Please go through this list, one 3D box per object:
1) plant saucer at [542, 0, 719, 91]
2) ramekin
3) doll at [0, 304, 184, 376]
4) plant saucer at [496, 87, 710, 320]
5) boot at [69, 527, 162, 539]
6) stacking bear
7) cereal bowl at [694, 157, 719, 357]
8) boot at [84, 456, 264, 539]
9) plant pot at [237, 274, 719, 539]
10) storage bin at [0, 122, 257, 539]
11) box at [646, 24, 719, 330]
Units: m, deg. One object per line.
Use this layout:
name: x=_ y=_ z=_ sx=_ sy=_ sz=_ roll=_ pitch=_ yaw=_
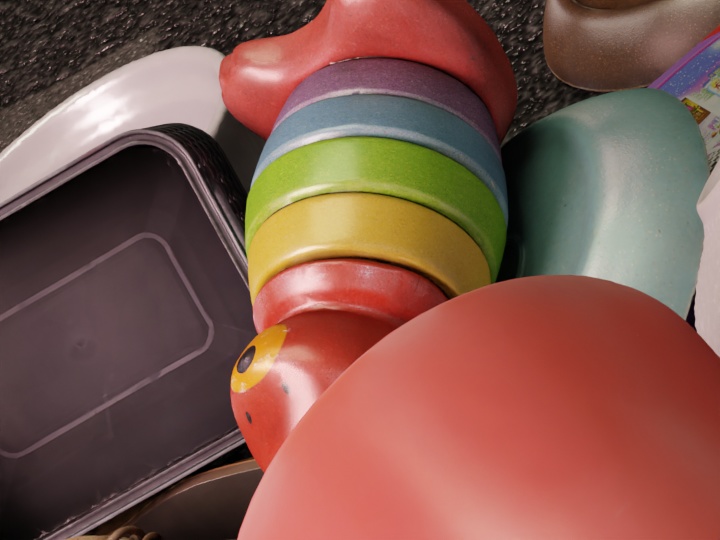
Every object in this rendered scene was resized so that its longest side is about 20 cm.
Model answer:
plant saucer: x=0.172 y=-0.169 z=1.253 sx=0.199 sy=0.032 sz=0.201 roll=-29 pitch=27 yaw=17
ramekin: x=-0.123 y=-0.016 z=1.298 sx=0.199 sy=0.098 sz=0.201 roll=-28 pitch=29 yaw=17
doll: x=-0.138 y=0.070 z=1.166 sx=0.200 sy=0.136 sz=0.049 roll=-44 pitch=50 yaw=23
plant saucer: x=0.067 y=0.011 z=1.007 sx=0.200 sy=0.036 sz=0.201 roll=-49 pitch=28 yaw=36
boot: x=-0.081 y=0.127 z=0.979 sx=0.199 sy=0.074 sz=0.076 roll=-27 pitch=70 yaw=2
stacking bear: x=0.000 y=0.000 z=0.969 sx=0.121 sy=0.113 sz=0.201 roll=-30 pitch=39 yaw=42
cereal bowl: x=0.179 y=-0.039 z=0.885 sx=0.201 sy=0.083 sz=0.200 roll=-58 pitch=-3 yaw=-5
boot: x=-0.063 y=0.108 z=1.073 sx=0.199 sy=0.074 sz=0.076 roll=-25 pitch=23 yaw=30
plant pot: x=0.081 y=0.128 z=0.757 sx=0.200 sy=0.201 sz=0.177 roll=-41 pitch=37 yaw=-6
storage bin: x=-0.128 y=0.037 z=1.061 sx=0.199 sy=0.136 sz=0.094 roll=-30 pitch=2 yaw=6
box: x=0.158 y=-0.046 z=1.070 sx=0.200 sy=0.039 sz=0.137 roll=-40 pitch=27 yaw=-3
